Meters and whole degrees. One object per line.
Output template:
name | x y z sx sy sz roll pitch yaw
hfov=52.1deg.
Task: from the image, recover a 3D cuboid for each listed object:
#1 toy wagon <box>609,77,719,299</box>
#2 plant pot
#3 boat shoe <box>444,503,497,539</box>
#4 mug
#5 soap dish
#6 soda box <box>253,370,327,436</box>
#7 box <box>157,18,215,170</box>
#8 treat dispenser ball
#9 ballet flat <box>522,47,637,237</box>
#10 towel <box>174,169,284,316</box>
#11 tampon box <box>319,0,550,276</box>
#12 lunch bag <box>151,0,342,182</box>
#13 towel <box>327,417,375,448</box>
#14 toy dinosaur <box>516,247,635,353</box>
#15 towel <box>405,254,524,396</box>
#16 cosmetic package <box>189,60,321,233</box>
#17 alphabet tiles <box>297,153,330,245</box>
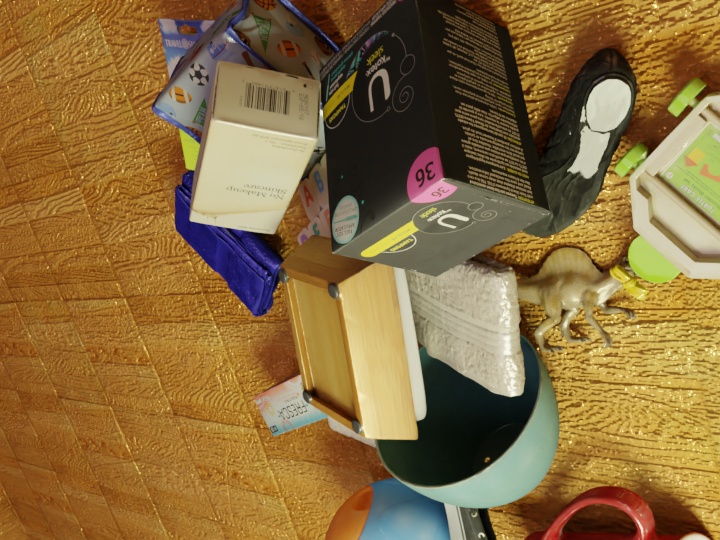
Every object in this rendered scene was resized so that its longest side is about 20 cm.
toy wagon | 0.287 -0.055 0.612 0.155 0.040 0.200 46 132 13
plant pot | 0.135 0.175 0.803 0.200 0.200 0.135 -7 136 44
boat shoe | 0.135 0.282 0.894 0.057 0.069 0.200 -17 63 17
mug | 0.276 0.328 0.808 0.200 0.133 0.178 -18 66 50
soap dish | -0.012 0.071 0.778 0.157 0.081 0.200 16 120 56
soda box | -0.072 0.171 1.014 0.200 0.064 0.068 -33 85 55
box | -0.189 -0.223 0.949 0.122 0.048 0.200 16 123 36
treat dispenser ball | 0.051 0.374 0.961 0.201 0.201 0.201 21 126 32
ballet flat | 0.198 -0.107 0.678 0.066 0.057 0.200 19 135 0
towel | -0.194 -0.033 1.046 0.200 0.050 0.148 46 146 13
tampon box | 0.057 -0.119 0.664 0.150 0.126 0.200 -33 54 46
lunch bag | -0.095 -0.192 0.823 0.200 0.124 0.170 36 141 -25
towel | 0.023 0.187 1.002 0.200 0.034 0.133 11 119 38
toy dinosaur | 0.202 0.028 0.748 0.200 0.058 0.101 -8 93 36
towel | 0.093 0.035 0.760 0.200 0.034 0.133 27 132 58
cosmetic package | -0.114 -0.118 0.763 0.200 0.103 0.073 125 150 -60
alphabet tiles | -0.021 -0.029 0.835 0.200 0.015 0.196 -38 70 60
